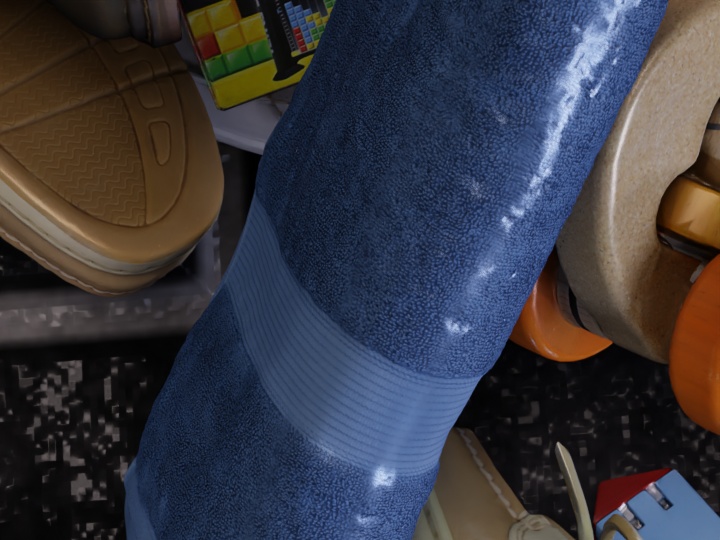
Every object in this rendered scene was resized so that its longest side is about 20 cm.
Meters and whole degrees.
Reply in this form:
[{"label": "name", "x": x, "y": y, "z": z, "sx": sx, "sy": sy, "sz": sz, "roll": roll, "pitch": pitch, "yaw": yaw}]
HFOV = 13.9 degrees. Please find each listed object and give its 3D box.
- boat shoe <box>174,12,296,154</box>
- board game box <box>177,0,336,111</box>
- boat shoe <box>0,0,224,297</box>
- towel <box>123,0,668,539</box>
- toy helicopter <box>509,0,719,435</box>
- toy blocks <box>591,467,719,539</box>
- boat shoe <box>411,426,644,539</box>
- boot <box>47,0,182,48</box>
[{"label": "boat shoe", "x": 0.016, "y": -0.064, "z": 0.777, "sx": 0.199, "sy": 0.069, "sz": 0.071, "roll": 12, "pitch": 78, "yaw": 12}, {"label": "board game box", "x": 0.036, "y": -0.136, "z": 0.762, "sx": 0.199, "sy": 0.057, "sz": 0.166, "roll": -20, "pitch": 38, "yaw": 0}, {"label": "boat shoe", "x": -0.112, "y": -0.058, "z": 0.792, "sx": 0.074, "sy": 0.069, "sz": 0.200, "roll": -27, "pitch": 62, "yaw": -33}, {"label": "towel", "x": 0.000, "y": 0.000, "z": 0.661, "sx": 0.048, "sy": 0.112, "sz": 0.201, "roll": 20, "pitch": 108, "yaw": -19}, {"label": "toy helicopter", "x": 0.121, "y": -0.048, "z": 0.709, "sx": 0.199, "sy": 0.133, "sz": 0.079, "roll": -17, "pitch": 28, "yaw": -38}, {"label": "toy blocks", "x": 0.150, "y": 0.071, "z": 0.716, "sx": 0.200, "sy": 0.100, "sz": 0.137, "roll": -33, "pitch": 63, "yaw": -15}, {"label": "boat shoe", "x": 0.055, "y": 0.110, "z": 0.669, "sx": 0.062, "sy": 0.073, "sz": 0.200, "roll": -20, "pitch": 56, "yaw": -11}, {"label": "boot", "x": -0.110, "y": -0.091, "z": 0.709, "sx": 0.096, "sy": 0.075, "sz": 0.200, "roll": -16, "pitch": 29, "yaw": -16}]
